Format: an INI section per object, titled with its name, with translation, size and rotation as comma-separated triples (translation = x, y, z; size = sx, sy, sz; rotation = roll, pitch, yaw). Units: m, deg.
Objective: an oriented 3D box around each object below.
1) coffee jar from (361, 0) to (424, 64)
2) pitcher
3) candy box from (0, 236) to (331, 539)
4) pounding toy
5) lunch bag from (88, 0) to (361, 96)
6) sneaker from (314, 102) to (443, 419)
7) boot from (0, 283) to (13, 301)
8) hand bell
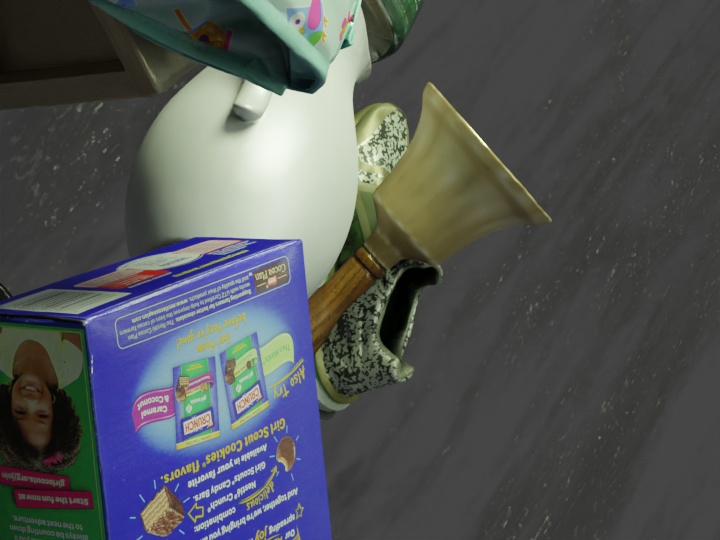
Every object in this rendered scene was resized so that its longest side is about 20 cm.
[coffee jar]
translation = 0.016, -0.223, 1.258
size = 0.105, 0.085, 0.201
rotation = 55, 46, -27
[pitcher]
translation = -0.053, -0.082, 1.093
size = 0.172, 0.120, 0.201
rotation = 92, 14, -54
[candy box]
translation = -0.092, 0.099, 0.961
size = 0.169, 0.076, 0.202
rotation = -21, 108, -54
[pounding toy]
translation = -0.132, -0.166, 0.999
size = 0.142, 0.183, 0.201
rotation = -44, 118, -33
[lunch bag]
translation = -0.066, -0.189, 0.856
size = 0.199, 0.121, 0.172
rotation = 30, 70, -33
[sneaker]
translation = 0.018, -0.008, 1.218
size = 0.077, 0.088, 0.202
rotation = 35, 58, -48
[boot]
translation = -0.136, 0.073, 1.019
size = 0.150, 0.073, 0.202
rotation = -39, 118, -47
[hand bell]
translation = 0.000, 0.000, 1.148
size = 0.104, 0.200, 0.104
rotation = 47, 5, -6
